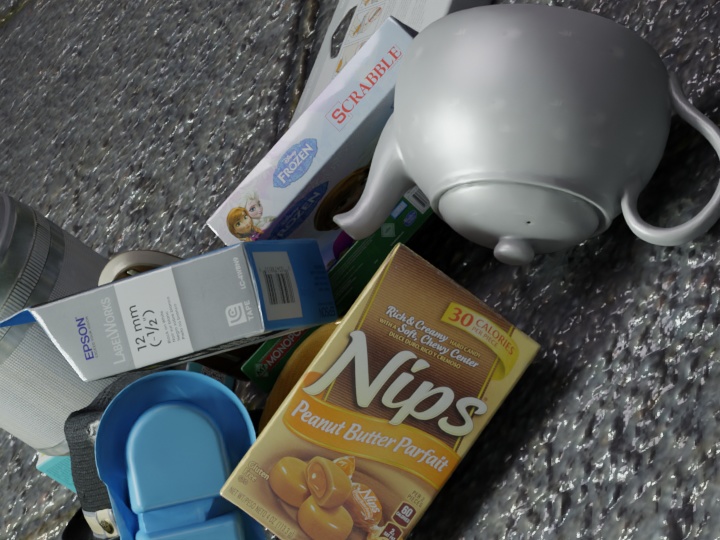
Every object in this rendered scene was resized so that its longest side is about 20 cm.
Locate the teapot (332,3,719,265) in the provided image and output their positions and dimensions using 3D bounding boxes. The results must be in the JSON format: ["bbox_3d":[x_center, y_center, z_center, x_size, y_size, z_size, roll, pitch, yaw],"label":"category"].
[{"bbox_3d":[0.113,-0.075,1.358,0.200,0.197,0.147,-29,51,60],"label":"teapot"}]

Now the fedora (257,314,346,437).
[{"bbox_3d":[-0.007,0.093,1.431,0.200,0.082,0.201,-38,31,28],"label":"fedora"}]

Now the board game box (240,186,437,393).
[{"bbox_3d":[0.000,0.000,1.521,0.200,0.029,0.135,-47,-1,11],"label":"board game box"}]

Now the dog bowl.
[{"bbox_3d":[-0.121,0.168,1.438,0.111,0.201,0.050,-11,1,-8],"label":"dog bowl"}]

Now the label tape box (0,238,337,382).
[{"bbox_3d":[-0.134,0.034,1.401,0.199,0.066,0.143,-18,-4,18],"label":"label tape box"}]

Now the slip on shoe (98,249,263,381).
[{"bbox_3d":[-0.133,0.026,1.573,0.076,0.200,0.061,-50,50,13],"label":"slip on shoe"}]

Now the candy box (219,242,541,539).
[{"bbox_3d":[0.014,0.096,1.339,0.200,0.115,0.055,-54,-3,0],"label":"candy box"}]

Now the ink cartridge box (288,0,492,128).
[{"bbox_3d":[0.036,-0.206,1.751,0.173,0.043,0.201,-17,45,49],"label":"ink cartridge box"}]

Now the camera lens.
[{"bbox_3d":[-0.270,0.042,1.659,0.160,0.200,0.160,-37,32,28],"label":"camera lens"}]

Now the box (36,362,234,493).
[{"bbox_3d":[-0.185,0.107,1.725,0.200,0.049,0.083,-32,35,35],"label":"box"}]

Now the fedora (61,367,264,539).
[{"bbox_3d":[-0.164,0.127,1.557,0.200,0.092,0.201,-30,10,6],"label":"fedora"}]

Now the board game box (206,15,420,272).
[{"bbox_3d":[0.001,-0.085,1.533,0.041,0.199,0.200,46,102,18],"label":"board game box"}]
